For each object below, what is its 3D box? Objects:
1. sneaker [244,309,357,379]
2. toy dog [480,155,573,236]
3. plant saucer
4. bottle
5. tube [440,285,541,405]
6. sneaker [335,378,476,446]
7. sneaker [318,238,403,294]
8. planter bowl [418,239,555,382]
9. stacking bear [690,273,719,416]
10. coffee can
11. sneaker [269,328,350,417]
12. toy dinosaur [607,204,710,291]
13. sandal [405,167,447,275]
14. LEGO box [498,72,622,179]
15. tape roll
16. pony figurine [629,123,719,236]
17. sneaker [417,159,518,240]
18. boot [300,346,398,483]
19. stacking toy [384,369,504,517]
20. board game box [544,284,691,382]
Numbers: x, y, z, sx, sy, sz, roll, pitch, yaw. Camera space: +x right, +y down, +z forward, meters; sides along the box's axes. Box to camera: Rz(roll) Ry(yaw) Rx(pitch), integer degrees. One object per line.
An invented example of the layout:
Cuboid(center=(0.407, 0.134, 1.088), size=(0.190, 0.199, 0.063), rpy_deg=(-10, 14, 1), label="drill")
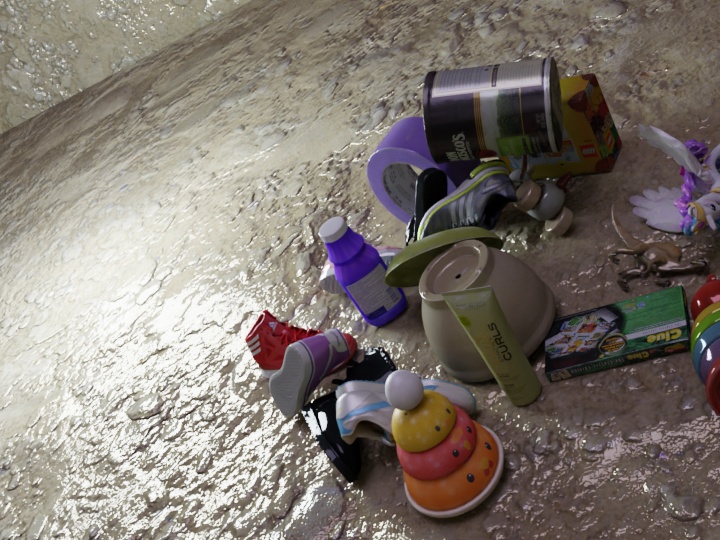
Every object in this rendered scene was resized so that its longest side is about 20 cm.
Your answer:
Cuboid(center=(-0.111, 0.118, 1.595), size=(0.198, 0.116, 0.079), rpy_deg=(-16, 36, 26), label="sneaker")
Cuboid(center=(0.297, -0.144, 1.578), size=(0.097, 0.131, 0.201), rpy_deg=(-51, 39, 15), label="toy dog")
Cuboid(center=(0.128, -0.024, 1.510), size=(0.198, 0.200, 0.031), rpy_deg=(-23, 73, 17), label="plant saucer")
Cuboid(center=(0.000, 0.000, 1.570), size=(0.083, 0.201, 0.065), rpy_deg=(-34, 32, 1), label="bottle")
Cuboid(center=(0.181, 0.098, 1.278), size=(0.058, 0.201, 0.052), rpy_deg=(-32, 30, 1), label="tube")
Cuboid(center=(0.064, 0.202, 1.337), size=(0.197, 0.077, 0.082), rpy_deg=(-3, 56, 1), label="sneaker")
Cuboid(center=(0.017, -0.028, 1.706), size=(0.198, 0.075, 0.106), rpy_deg=(-15, 42, 35), label="sneaker")
Cuboid(center=(0.168, 0.042, 1.405), size=(0.199, 0.135, 0.201), rpy_deg=(-30, 30, 19), label="planter bowl")
Cuboid(center=(0.452, 0.082, 1.150), size=(0.112, 0.123, 0.201), rpy_deg=(-15, 27, 15), label="stacking bear")
Cuboid(center=(0.210, -0.251, 1.504), size=(0.197, 0.148, 0.147), rpy_deg=(-3, 41, 19), label="coffee can")
Cuboid(center=(-0.072, 0.160, 1.505), size=(0.113, 0.073, 0.201), rpy_deg=(-25, -18, -32), label="sneaker")
Cuboid(center=(0.409, -0.021, 1.381), size=(0.100, 0.059, 0.200), rpy_deg=(-29, 37, -20), label="toy dinosaur")
Cuboid(center=(0.109, -0.075, 1.603), size=(0.075, 0.203, 0.048), rpy_deg=(-8, 22, -37), label="sandal")
Cuboid(center=(0.325, -0.240, 1.638), size=(0.198, 0.150, 0.078), rpy_deg=(-3, 42, 39), label="LEGO box")
Cuboid(center=(0.115, -0.165, 1.682), size=(0.198, 0.201, 0.085), rpy_deg=(3, 48, 44), label="tape roll")
Cuboid(center=(0.494, -0.129, 1.365), size=(0.198, 0.168, 0.193), rpy_deg=(-26, 37, -17), label="pony figurine")
Cuboid(center=(0.170, -0.086, 1.532), size=(0.200, 0.073, 0.081), rpy_deg=(-47, 45, 23), label="sneaker")
Cuboid(center=(0.004, 0.207, 1.419), size=(0.162, 0.074, 0.198), rpy_deg=(-37, 28, -3), label="boot")
Cuboid(center=(0.085, 0.206, 1.224), size=(0.145, 0.201, 0.147), rpy_deg=(-23, 34, 17), label="stacking toy")
Cuboid(center=(0.349, 0.087, 1.308), size=(0.198, 0.024, 0.105), rpy_deg=(-17, 34, 26), label="board game box")
